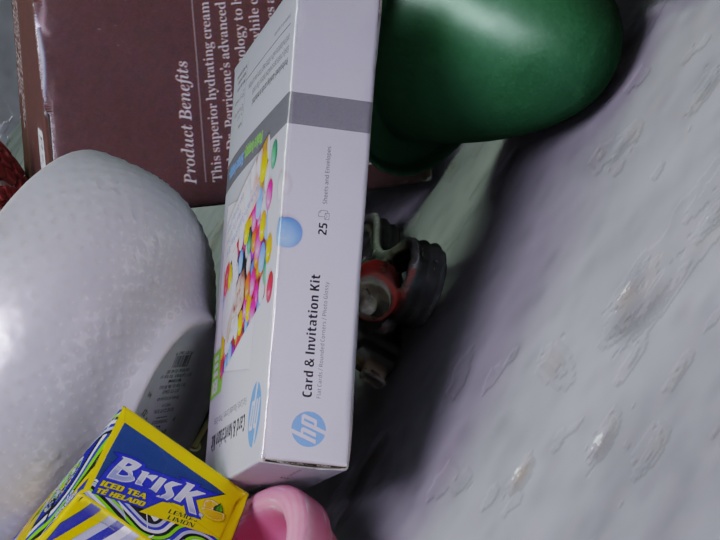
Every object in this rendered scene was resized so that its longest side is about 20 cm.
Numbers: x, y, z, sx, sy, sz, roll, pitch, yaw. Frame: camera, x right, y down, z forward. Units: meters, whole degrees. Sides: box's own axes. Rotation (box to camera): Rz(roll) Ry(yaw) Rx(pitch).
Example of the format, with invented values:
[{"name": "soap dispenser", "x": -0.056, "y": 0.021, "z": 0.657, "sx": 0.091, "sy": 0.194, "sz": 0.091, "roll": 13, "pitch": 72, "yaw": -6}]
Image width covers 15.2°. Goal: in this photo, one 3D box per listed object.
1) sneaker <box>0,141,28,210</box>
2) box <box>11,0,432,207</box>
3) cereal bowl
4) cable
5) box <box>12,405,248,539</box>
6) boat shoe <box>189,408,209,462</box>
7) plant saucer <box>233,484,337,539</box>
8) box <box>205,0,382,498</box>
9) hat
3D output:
[{"name": "sneaker", "x": -0.208, "y": -0.003, "z": 1.365, "sx": 0.082, "sy": 0.078, "sz": 0.201, "roll": -24, "pitch": 62, "yaw": 17}, {"name": "box", "x": -0.078, "y": -0.126, "z": 1.413, "sx": 0.164, "sy": 0.199, "sz": 0.167, "roll": -140, "pitch": 46, "yaw": -75}, {"name": "cereal bowl", "x": -0.122, "y": 0.050, "z": 1.231, "sx": 0.200, "sy": 0.083, "sz": 0.200, "roll": -55, "pitch": -21, "yaw": -33}, {"name": "cable", "x": 0.000, "y": 0.000, "z": 1.290, "sx": 0.097, "sy": 0.050, "sz": 0.200, "roll": -56, "pitch": 14, "yaw": 20}, {"name": "box", "x": -0.133, "y": 0.153, "z": 1.161, "sx": 0.200, "sy": 0.070, "sz": 0.064, "roll": -49, "pitch": 10, "yaw": 34}, {"name": "boat shoe", "x": -0.088, "y": 0.095, "z": 1.368, "sx": 0.202, "sy": 0.060, "sz": 0.072, "roll": -43, "pitch": 21, "yaw": 47}, {"name": "plant saucer", "x": -0.062, "y": 0.185, "z": 1.100, "sx": 0.201, "sy": 0.051, "sz": 0.201, "roll": -52, "pitch": 14, "yaw": 19}, {"name": "box", "x": -0.031, "y": -0.007, "z": 1.158, "sx": 0.156, "sy": 0.041, "sz": 0.201, "roll": 143, "pitch": 131, "yaw": -75}, {"name": "hat", "x": 0.109, "y": -0.089, "z": 1.186, "sx": 0.166, "sy": 0.176, "sz": 0.200, "roll": -61, "pitch": -24, "yaw": -5}]
